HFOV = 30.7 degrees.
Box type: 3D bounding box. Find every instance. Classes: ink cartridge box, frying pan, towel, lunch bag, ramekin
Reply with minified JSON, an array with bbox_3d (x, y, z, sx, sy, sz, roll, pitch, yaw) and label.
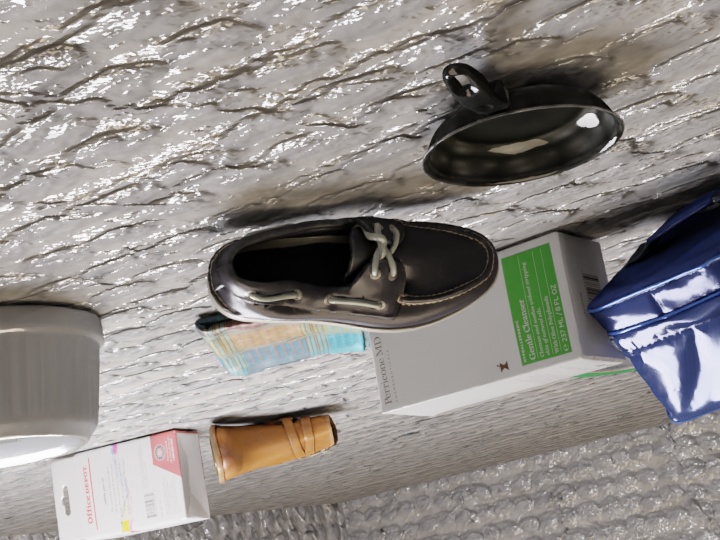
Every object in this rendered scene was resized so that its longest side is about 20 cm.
[{"bbox_3d":[-0.306,0.289,1.735,0.198,0.118,0.067,-14,166,20],"label":"ink cartridge box"},{"bbox_3d":[0.064,-0.078,0.704,0.114,0.031,0.189,-22,159,39],"label":"frying pan"},{"bbox_3d":[-0.065,0.059,1.187,0.145,0.022,0.200,-11,166,0],"label":"towel"},{"bbox_3d":[0.275,0.011,0.979,0.136,0.133,0.200,-43,-175,-34],"label":"lunch bag"},{"bbox_3d":[-0.293,0.098,1.014,0.200,0.095,0.202,-10,167,-2],"label":"ramekin"}]

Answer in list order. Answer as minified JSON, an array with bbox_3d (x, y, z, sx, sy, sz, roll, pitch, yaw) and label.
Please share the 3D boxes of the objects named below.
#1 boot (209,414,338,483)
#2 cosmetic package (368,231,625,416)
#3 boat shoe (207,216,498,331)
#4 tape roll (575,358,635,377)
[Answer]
[{"bbox_3d":[-0.112,0.224,1.721,0.153,0.074,0.200,-11,179,6],"label":"boot"},{"bbox_3d":[0.109,0.050,1.100,0.199,0.109,0.085,-21,163,33],"label":"cosmetic package"},{"bbox_3d":[0.000,0.000,0.861,0.198,0.073,0.063,-3,166,-10],"label":"boat shoe"},{"bbox_3d":[0.325,0.077,1.501,0.198,0.049,0.201,-10,166,-3],"label":"tape roll"}]
